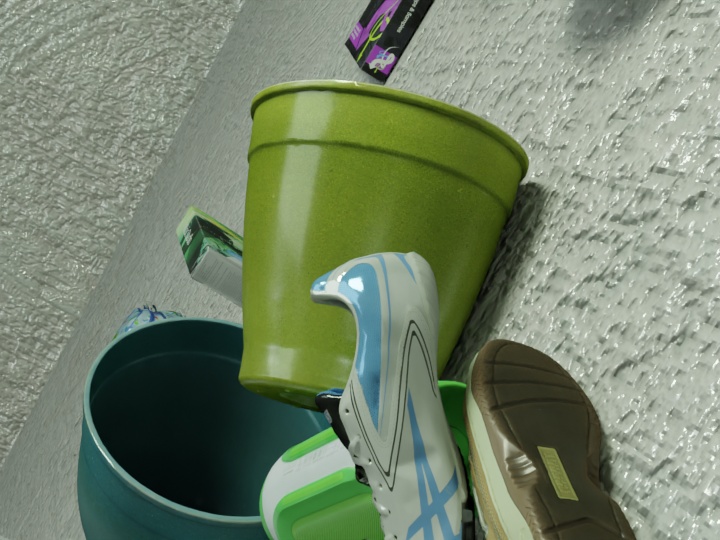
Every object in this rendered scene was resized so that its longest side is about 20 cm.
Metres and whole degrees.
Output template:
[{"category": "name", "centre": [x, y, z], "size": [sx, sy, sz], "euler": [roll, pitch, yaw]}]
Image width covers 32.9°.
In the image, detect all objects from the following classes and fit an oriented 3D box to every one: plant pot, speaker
[{"category": "plant pot", "centre": [0.000, 0.000, 0.835], "size": [0.200, 0.199, 0.195], "euler": [-18, 57, 66]}, {"category": "speaker", "centre": [0.009, 0.129, 0.753], "size": [0.200, 0.088, 0.089], "euler": [-36, 31, 55]}, {"category": "plant pot", "centre": [-0.129, 0.173, 0.937], "size": [0.201, 0.198, 0.189], "euler": [-87, 15, -54]}]

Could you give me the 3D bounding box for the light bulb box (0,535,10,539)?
[{"category": "light bulb box", "centre": [-0.308, 0.363, 1.125], "size": [0.125, 0.199, 0.198], "euler": [-59, 17, 8]}]

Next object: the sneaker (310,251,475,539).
[{"category": "sneaker", "centre": [0.018, 0.092, 0.621], "size": [0.072, 0.072, 0.202], "euler": [55, -156, -81]}]

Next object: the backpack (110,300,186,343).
[{"category": "backpack", "centre": [-0.248, 0.119, 1.452], "size": [0.164, 0.153, 0.200], "euler": [-57, 29, -7]}]

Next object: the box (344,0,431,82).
[{"category": "box", "centre": [0.053, -0.321, 1.383], "size": [0.201, 0.036, 0.143], "euler": [-57, 18, 13]}]

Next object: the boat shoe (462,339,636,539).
[{"category": "boat shoe", "centre": [0.081, 0.113, 0.611], "size": [0.201, 0.071, 0.077], "euler": [-92, 18, -60]}]

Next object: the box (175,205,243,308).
[{"category": "box", "centre": [-0.101, 0.006, 1.156], "size": [0.036, 0.144, 0.200], "euler": [-56, 18, 3]}]
